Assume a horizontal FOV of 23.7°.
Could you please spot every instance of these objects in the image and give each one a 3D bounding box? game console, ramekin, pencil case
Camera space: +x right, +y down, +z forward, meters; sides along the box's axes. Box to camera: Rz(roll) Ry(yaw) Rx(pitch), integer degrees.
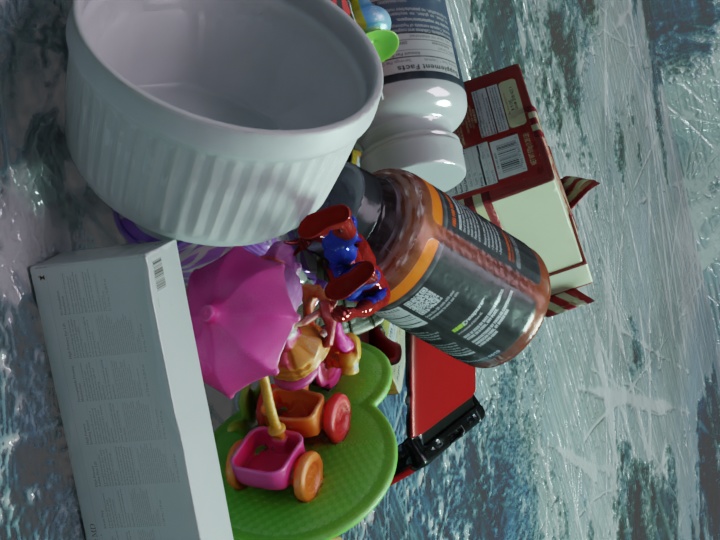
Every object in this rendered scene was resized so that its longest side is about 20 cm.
[{"bbox_3d":[0.030,0.110,1.477,0.119,0.172,0.200,60,20,4],"label":"game console"},{"bbox_3d":[-0.093,-0.105,1.084,0.201,0.199,0.105,-68,178,-53],"label":"ramekin"},{"bbox_3d":[-0.096,-0.021,1.209,0.084,0.085,0.200,-59,152,-2],"label":"pencil case"}]

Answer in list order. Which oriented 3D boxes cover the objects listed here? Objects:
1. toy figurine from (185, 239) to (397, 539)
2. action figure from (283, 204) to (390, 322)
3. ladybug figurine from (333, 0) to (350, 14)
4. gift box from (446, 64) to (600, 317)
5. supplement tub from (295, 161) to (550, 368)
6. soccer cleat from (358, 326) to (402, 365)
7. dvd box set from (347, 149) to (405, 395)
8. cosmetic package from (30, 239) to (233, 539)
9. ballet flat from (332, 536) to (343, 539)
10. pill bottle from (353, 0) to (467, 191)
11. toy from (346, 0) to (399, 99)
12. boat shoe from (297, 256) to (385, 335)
[{"bbox_3d":[-0.054,0.055,1.167,0.200,0.149,0.185,-59,147,-41],"label":"toy figurine"},{"bbox_3d":[-0.011,-0.001,1.120,0.066,0.051,0.200,61,3,8],"label":"action figure"},{"bbox_3d":[-0.049,-0.207,1.417,0.136,0.071,0.201,-33,115,-68],"label":"ladybug figurine"},{"bbox_3d":[0.131,-0.060,1.646,0.187,0.199,0.185,64,16,-50],"label":"gift box"},{"bbox_3d":[0.045,-0.009,1.285,0.200,0.107,0.108,30,52,-37],"label":"supplement tub"},{"bbox_3d":[-0.025,0.013,1.419,0.068,0.073,0.201,-77,153,-43],"label":"soccer cleat"},{"bbox_3d":[0.004,-0.001,1.567,0.200,0.029,0.147,62,28,-48],"label":"dvd box set"},{"bbox_3d":[-0.140,0.086,1.062,0.051,0.082,0.201,-38,121,-68],"label":"cosmetic package"},{"bbox_3d":[-0.050,0.210,1.310,0.200,0.068,0.063,36,37,-66],"label":"ballet flat"},{"bbox_3d":[0.029,-0.168,1.504,0.120,0.119,0.201,33,44,-66],"label":"pill bottle"},{"bbox_3d":[-0.002,-0.243,1.312,0.115,0.047,0.201,66,10,-56],"label":"toy"},{"bbox_3d":[0.000,0.000,1.362,0.199,0.065,0.073,-25,114,-31],"label":"boat shoe"}]
